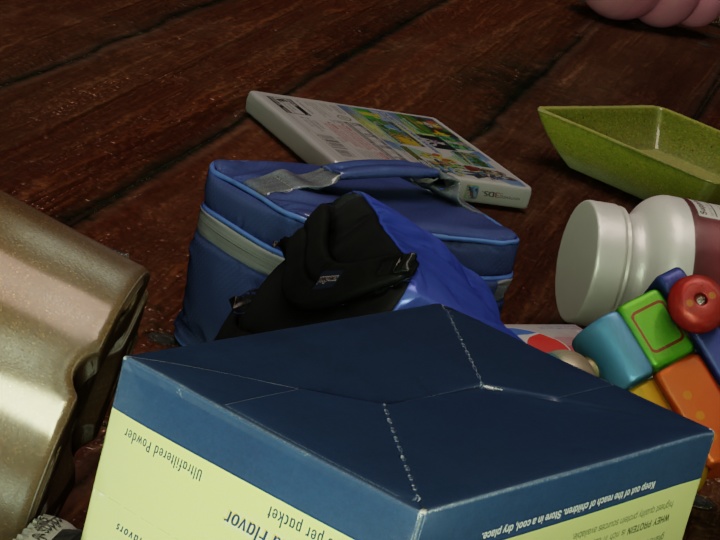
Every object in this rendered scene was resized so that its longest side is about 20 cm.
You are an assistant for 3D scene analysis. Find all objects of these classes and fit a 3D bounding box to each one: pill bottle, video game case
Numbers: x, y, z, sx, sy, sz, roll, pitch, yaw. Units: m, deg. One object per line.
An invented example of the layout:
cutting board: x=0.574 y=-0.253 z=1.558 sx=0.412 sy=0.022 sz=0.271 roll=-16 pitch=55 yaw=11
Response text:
pill bottle: x=0.241 y=0.011 z=1.706 sx=0.199 sy=0.113 sz=0.113 roll=10 pitch=16 yaw=-13
video game case: x=0.020 y=-0.101 z=2.058 sx=0.182 sy=0.022 sz=0.200 roll=7 pitch=17 yaw=-26

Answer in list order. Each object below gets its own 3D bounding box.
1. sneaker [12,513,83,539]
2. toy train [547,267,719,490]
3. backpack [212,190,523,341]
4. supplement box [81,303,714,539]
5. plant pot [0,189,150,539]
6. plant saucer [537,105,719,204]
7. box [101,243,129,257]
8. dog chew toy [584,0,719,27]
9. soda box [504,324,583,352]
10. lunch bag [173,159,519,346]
sneaker: x=-0.107 y=0.155 z=0.987 sx=0.099 sy=0.070 sz=0.200 roll=18 pitch=17 yaw=5
toy train: x=0.183 y=0.109 z=1.391 sx=0.115 sy=0.085 sz=0.200 roll=-25 pitch=75 yaw=-19
backpack: x=0.009 y=0.068 z=1.242 sx=0.168 sy=0.163 sz=0.200 roll=40 pitch=6 yaw=-22
supplement box: x=0.002 y=0.136 z=0.907 sx=0.134 sy=0.201 sz=0.200 roll=25 pitch=19 yaw=32
plant pot: x=-0.213 y=0.032 z=1.128 sx=0.198 sy=0.201 sz=0.200 roll=24 pitch=16 yaw=1
plant saucer: x=0.282 y=-0.093 z=2.216 sx=0.200 sy=0.048 sz=0.199 roll=27 pitch=20 yaw=36
box: x=-0.254 y=-0.003 z=1.439 sx=0.160 sy=0.044 sz=0.200 roll=21 pitch=17 yaw=23
dog chew toy: x=0.367 y=-0.357 z=3.071 sx=0.199 sy=0.125 sz=0.125 roll=17 pitch=14 yaw=-25
soda box: x=0.067 y=0.071 z=1.440 sx=0.199 sy=0.064 sz=0.070 roll=2 pitch=20 yaw=-40
lunch bag: x=0.000 y=0.000 z=1.494 sx=0.199 sy=0.133 sz=0.136 roll=2 pitch=20 yaw=-36
